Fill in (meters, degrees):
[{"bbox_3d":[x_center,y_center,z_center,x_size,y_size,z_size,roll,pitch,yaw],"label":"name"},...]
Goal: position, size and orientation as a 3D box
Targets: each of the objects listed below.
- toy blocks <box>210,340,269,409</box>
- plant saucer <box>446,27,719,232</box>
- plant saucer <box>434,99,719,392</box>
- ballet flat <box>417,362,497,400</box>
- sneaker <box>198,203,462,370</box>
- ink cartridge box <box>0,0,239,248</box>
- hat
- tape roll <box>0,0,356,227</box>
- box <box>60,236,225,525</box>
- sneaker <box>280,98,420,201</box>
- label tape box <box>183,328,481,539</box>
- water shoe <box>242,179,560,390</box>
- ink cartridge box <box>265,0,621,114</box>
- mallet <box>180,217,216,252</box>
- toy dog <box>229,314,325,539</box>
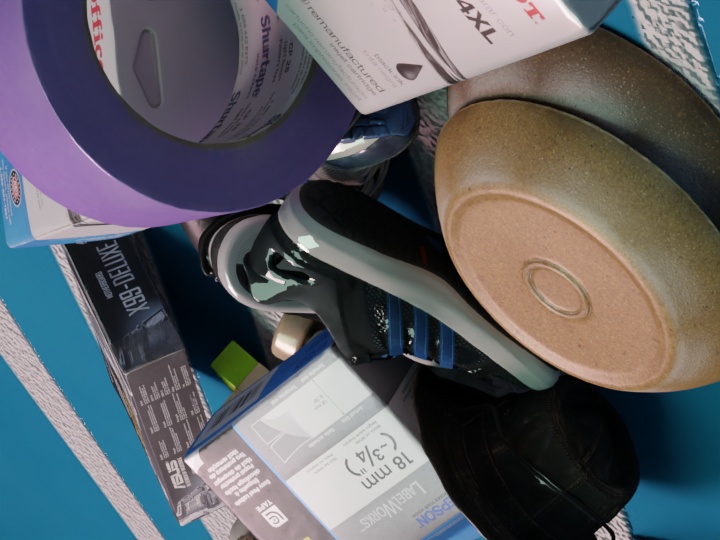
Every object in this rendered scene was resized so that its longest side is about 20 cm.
[{"bbox_3d":[-0.039,0.148,1.552,0.200,0.100,0.137,40,166,4],"label":"toy blocks"},{"bbox_3d":[0.118,-0.046,1.086,0.200,0.037,0.201,33,153,19],"label":"plant saucer"},{"bbox_3d":[0.110,-0.001,1.085,0.199,0.035,0.201,32,153,19],"label":"plant saucer"},{"bbox_3d":[0.079,0.107,1.364,0.063,0.069,0.200,-24,117,31],"label":"ballet flat"},{"bbox_3d":[0.000,0.000,1.255,0.199,0.074,0.112,17,-174,-19],"label":"sneaker"},{"bbox_3d":[-0.147,-0.100,1.237,0.200,0.083,0.146,-13,83,59],"label":"ink cartridge box"},{"bbox_3d":[0.114,0.107,1.237,0.200,0.081,0.201,42,-164,-15],"label":"hat"},{"bbox_3d":[-0.099,-0.125,1.072,0.200,0.200,0.085,51,151,-19],"label":"tape roll"},{"bbox_3d":[-0.159,0.071,1.551,0.201,0.049,0.158,79,165,-51],"label":"box"},{"bbox_3d":[-0.010,-0.073,1.195,0.085,0.077,0.200,41,163,-22],"label":"sneaker"},{"bbox_3d":[0.010,0.141,1.319,0.144,0.063,0.200,-38,100,31],"label":"label tape box"},{"bbox_3d":[0.024,0.020,1.181,0.199,0.072,0.079,32,120,-24],"label":"water shoe"},{"bbox_3d":[0.029,-0.167,0.966,0.146,0.084,0.200,49,154,-15],"label":"ink cartridge box"},{"bbox_3d":[-0.043,-0.027,1.339,0.199,0.041,0.066,1,137,48],"label":"mallet"},{"bbox_3d":[-0.042,0.119,1.404,0.131,0.096,0.202,9,103,22],"label":"toy dog"}]
